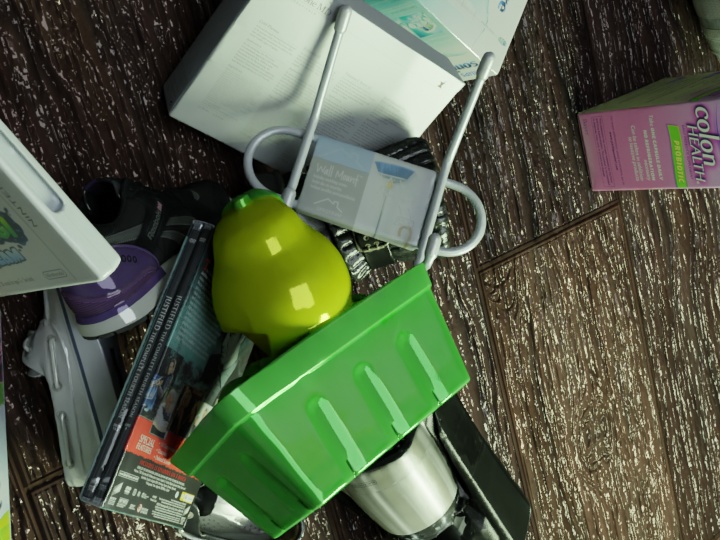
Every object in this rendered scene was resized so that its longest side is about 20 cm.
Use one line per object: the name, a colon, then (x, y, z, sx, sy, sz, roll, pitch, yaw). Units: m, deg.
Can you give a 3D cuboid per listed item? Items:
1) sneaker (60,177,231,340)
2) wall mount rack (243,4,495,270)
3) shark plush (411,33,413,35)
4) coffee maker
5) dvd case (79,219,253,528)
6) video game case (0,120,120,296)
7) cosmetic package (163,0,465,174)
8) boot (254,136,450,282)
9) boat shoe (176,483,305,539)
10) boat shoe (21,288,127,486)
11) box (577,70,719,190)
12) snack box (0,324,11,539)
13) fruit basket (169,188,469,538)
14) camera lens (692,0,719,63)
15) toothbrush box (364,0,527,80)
sneaker: (-0.154, -0.039, 0.694, 0.200, 0.076, 0.088, -63, 135, -58)
wall mount rack: (0.017, -0.095, 0.730, 0.200, 0.075, 0.174, 17, 76, -5)
shark plush: (0.009, -0.144, 0.890, 0.083, 0.091, 0.200, -26, 130, -14)
coffee maker: (0.073, 0.181, 0.887, 0.192, 0.135, 0.200, -47, 119, -27)
dvd case: (-0.125, 0.081, 0.690, 0.146, 0.022, 0.200, 59, 48, -67)
video game case: (-0.259, -0.056, 0.577, 0.182, 0.200, 0.024, 54, 52, -26)
cosmetic package: (-0.036, -0.153, 0.784, 0.200, 0.052, 0.151, 25, 121, -35)
boot: (0.001, 0.000, 0.809, 0.158, 0.079, 0.211, -10, 110, -11)
boat shoe: (-0.131, 0.184, 0.774, 0.200, 0.060, 0.074, 35, 73, -33)
boat shoe: (-0.215, 0.061, 0.699, 0.065, 0.074, 0.200, -15, 85, -1)
box: (0.383, -0.161, 1.068, 0.176, 0.200, 0.097, -25, 106, -35)
snack box: (-0.301, 0.127, 0.617, 0.142, 0.053, 0.200, -7, 97, -60)
fruit basket: (-0.047, 0.051, 0.670, 0.215, 0.156, 0.216, 13, 58, -21)
camera lens: (0.483, -0.367, 1.160, 0.160, 0.160, 0.200, -42, 116, -29)
toothbrush box: (0.064, -0.292, 0.888, 0.200, 0.085, 0.147, 32, 72, -34)
